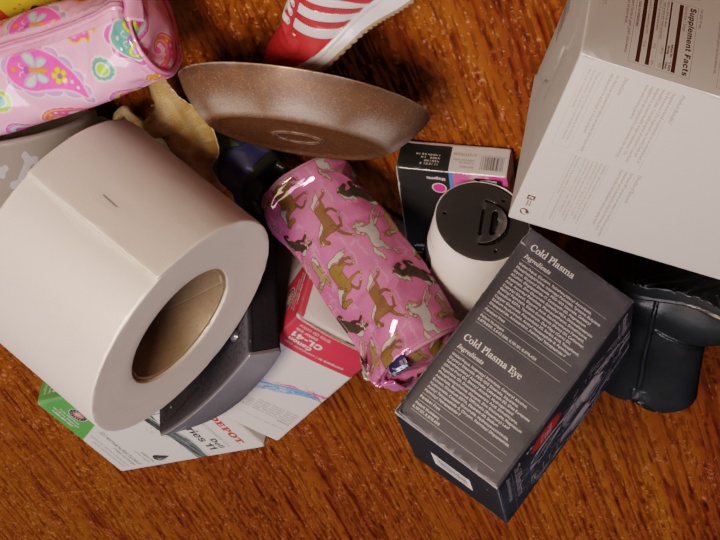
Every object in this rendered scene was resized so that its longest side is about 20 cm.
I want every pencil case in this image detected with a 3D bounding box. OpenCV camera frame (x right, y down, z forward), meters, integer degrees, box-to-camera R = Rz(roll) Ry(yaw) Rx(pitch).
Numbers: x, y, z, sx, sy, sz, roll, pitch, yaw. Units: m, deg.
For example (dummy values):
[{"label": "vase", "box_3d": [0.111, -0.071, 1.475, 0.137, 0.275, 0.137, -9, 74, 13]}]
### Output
[{"label": "pencil case", "box_3d": [0.000, 0.000, 1.481, 0.201, 0.086, 0.083, 56, 144, 19]}, {"label": "pencil case", "box_3d": [-0.235, -0.161, 1.384, 0.198, 0.088, 0.088, -13, 138, 23]}]

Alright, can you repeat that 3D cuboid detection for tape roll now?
[{"label": "tape roll", "box_3d": [-0.187, 0.004, 1.415, 0.139, 0.203, 0.203, 37, 150, 18]}]

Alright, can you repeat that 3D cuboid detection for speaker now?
[{"label": "speaker", "box_3d": [0.084, 0.014, 1.529, 0.080, 0.082, 0.201, 14, 146, 0]}]

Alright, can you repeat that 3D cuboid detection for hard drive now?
[{"label": "hard drive", "box_3d": [-0.124, 0.056, 1.579, 0.042, 0.136, 0.200, 9, 152, -26]}]

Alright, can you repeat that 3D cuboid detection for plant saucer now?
[{"label": "plant saucer", "box_3d": [-0.046, -0.118, 1.411, 0.198, 0.037, 0.200, 9, 173, 1]}]

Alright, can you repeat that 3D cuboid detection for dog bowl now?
[{"label": "dog bowl", "box_3d": [-0.300, -0.093, 1.496, 0.198, 0.200, 0.059, -1, 108, 22]}]

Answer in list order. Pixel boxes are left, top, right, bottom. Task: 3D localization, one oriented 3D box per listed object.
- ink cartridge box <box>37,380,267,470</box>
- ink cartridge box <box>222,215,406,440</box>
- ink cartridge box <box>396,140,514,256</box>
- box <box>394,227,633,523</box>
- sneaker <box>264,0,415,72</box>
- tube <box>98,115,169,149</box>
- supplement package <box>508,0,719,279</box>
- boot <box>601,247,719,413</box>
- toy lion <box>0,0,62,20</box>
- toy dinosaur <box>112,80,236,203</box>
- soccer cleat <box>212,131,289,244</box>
[{"label": "ink cartridge box", "box_3d": [-0.201, 0.122, 1.842, 0.199, 0.084, 0.147, -14, 137, 33]}, {"label": "ink cartridge box", "box_3d": [-0.049, 0.041, 1.617, 0.085, 0.149, 0.200, 27, 143, -18]}, {"label": "ink cartridge box", "box_3d": [0.087, -0.034, 1.564, 0.094, 0.037, 0.201, 5, 146, 12]}, {"label": "box", "box_3d": [0.128, 0.091, 1.477, 0.104, 0.183, 0.200, 34, 172, 14]}, {"label": "sneaker", "box_3d": [-0.036, -0.215, 1.322, 0.112, 0.072, 0.199, 34, 141, -23]}, {"label": "tube", "box_3d": [-0.213, -0.063, 1.625, 0.058, 0.052, 0.201, -18, 154, -29]}, {"label": "supplement package", "box_3d": [0.231, -0.118, 1.290, 0.198, 0.148, 0.192, 16, 145, -3]}, {"label": "boot", "box_3d": [0.295, 0.058, 1.574, 0.198, 0.077, 0.169, 14, 143, 14]}, {"label": "toy lion", "box_3d": [-0.271, -0.217, 1.422, 0.190, 0.069, 0.200, 16, 146, -15]}, {"label": "toy dinosaur", "box_3d": [-0.154, -0.122, 1.487, 0.101, 0.058, 0.201, 3, 126, 52]}, {"label": "soccer cleat", "box_3d": [-0.110, -0.062, 1.588, 0.084, 0.065, 0.201, 41, 152, 13]}]
